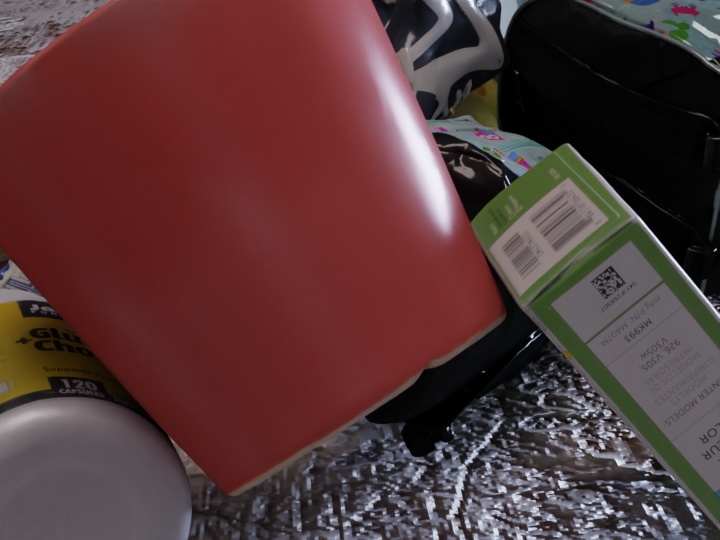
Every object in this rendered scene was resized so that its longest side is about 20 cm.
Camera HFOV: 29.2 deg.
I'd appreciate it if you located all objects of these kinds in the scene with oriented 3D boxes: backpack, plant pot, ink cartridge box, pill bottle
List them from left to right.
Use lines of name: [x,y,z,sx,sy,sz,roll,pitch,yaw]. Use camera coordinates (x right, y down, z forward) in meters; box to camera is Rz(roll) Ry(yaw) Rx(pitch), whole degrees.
pill bottle: [-0.155,0.077,0.648,0.112,0.112,0.200,-14,23,-17]
plant pot: [-0.043,-0.016,0.587,0.200,0.177,0.200,-34,-3,-2]
backpack: [0.060,-0.012,0.742,0.127,0.167,0.200,38,23,17]
backpack: [0.183,-0.097,0.869,0.151,0.178,0.200,-26,40,-34]
ink cartridge box: [0.139,0.046,0.600,0.059,0.200,0.104,-41,20,9]

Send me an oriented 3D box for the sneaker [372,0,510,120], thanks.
sneaker: [0.041,-0.109,0.852,0.079,0.199,0.130,3,-2,40]

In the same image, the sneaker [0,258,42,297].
sneaker: [-0.166,-0.006,0.781,0.200,0.088,0.075,-30,4,0]

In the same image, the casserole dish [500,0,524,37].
casserole dish: [0.036,-0.180,0.956,0.200,0.039,0.121,-12,62,6]

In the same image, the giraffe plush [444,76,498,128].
giraffe plush: [0.067,-0.111,1.019,0.172,0.200,0.162,-9,44,15]

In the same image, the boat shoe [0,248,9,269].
boat shoe: [-0.222,-0.011,0.895,0.071,0.065,0.200,-21,6,-26]
